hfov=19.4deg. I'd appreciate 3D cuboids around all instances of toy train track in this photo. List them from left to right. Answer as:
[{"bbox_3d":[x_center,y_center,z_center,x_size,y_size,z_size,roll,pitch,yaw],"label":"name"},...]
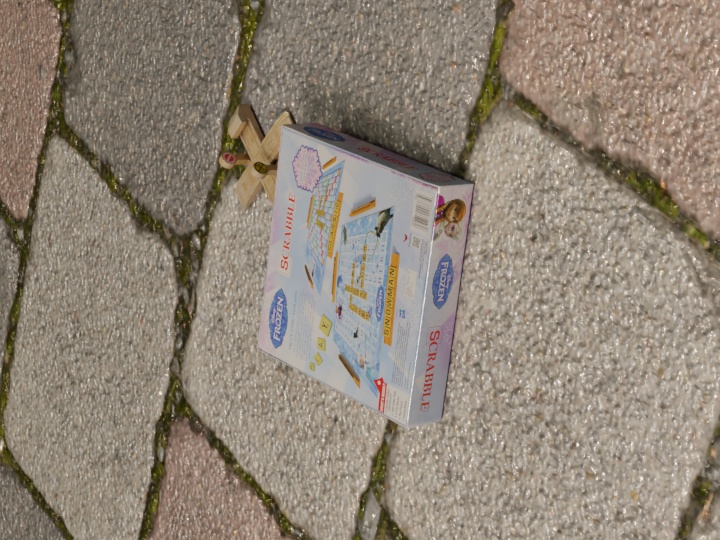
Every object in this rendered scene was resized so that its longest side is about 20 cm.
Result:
[{"bbox_3d":[-0.079,-0.061,1.835,0.115,0.032,0.200,-55,51,43],"label":"toy train track"}]

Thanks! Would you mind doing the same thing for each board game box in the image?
[{"bbox_3d":[0.000,0.000,1.703,0.199,0.041,0.201,25,114,45],"label":"board game box"}]
